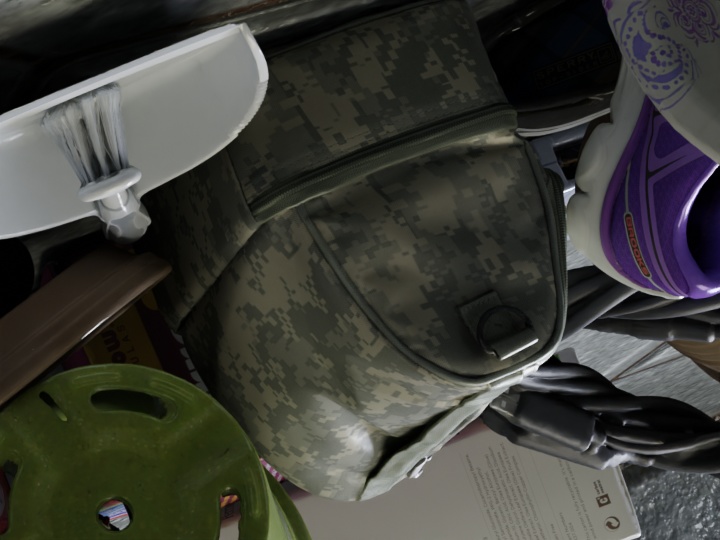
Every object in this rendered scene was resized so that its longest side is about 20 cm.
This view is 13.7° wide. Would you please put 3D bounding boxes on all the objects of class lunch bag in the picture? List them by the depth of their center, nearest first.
[{"bbox_3d":[0.000,0.000,1.287,0.139,0.168,0.200,-18,168,-25],"label":"lunch bag"}]

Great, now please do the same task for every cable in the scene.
[{"bbox_3d":[0.149,0.045,1.358,0.200,0.051,0.163,19,146,-15],"label":"cable"}]

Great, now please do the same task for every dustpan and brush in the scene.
[{"bbox_3d":[-0.100,-0.039,1.169,0.139,0.057,0.200,-23,-179,-4],"label":"dustpan and brush"}]

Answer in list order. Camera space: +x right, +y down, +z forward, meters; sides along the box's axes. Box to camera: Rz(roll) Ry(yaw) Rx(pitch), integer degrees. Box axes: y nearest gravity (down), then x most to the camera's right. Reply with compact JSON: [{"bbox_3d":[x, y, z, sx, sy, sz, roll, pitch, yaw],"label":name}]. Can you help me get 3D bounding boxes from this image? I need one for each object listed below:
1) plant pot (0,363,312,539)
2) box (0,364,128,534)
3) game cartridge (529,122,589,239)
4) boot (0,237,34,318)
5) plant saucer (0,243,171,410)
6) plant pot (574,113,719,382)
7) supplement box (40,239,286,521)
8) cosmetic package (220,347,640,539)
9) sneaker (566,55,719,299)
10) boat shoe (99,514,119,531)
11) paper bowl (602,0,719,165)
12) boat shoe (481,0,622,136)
[{"bbox_3d":[-0.105,0.122,1.245,0.200,0.200,0.190,-21,164,-13],"label":"plant pot"},{"bbox_3d":[-0.128,0.071,1.534,0.200,0.100,0.095,-16,168,-36],"label":"box"},{"bbox_3d":[0.135,-0.053,1.669,0.200,0.041,0.133,-18,172,-26],"label":"game cartridge"},{"bbox_3d":[-0.232,0.034,1.237,0.200,0.072,0.144,-24,172,-47],"label":"boot"},{"bbox_3d":[-0.164,0.052,1.259,0.200,0.029,0.200,-40,-179,1],"label":"plant saucer"},{"bbox_3d":[0.164,-0.037,1.397,0.093,0.201,0.201,-6,161,-30],"label":"plant pot"},{"bbox_3d":[-0.038,0.028,1.440,0.200,0.131,0.103,-23,170,-12],"label":"supplement box"},{"bbox_3d":[0.031,0.119,1.504,0.200,0.085,0.108,-20,-169,2],"label":"cosmetic package"},{"bbox_3d":[0.153,-0.083,1.228,0.083,0.200,0.081,26,-159,39],"label":"sneaker"},{"bbox_3d":[-0.149,0.154,1.480,0.074,0.063,0.201,-55,-166,-18],"label":"boat shoe"},{"bbox_3d":[0.187,-0.115,1.045,0.201,0.201,0.104,-26,168,12],"label":"paper bowl"},{"bbox_3d":[0.131,-0.115,1.305,0.200,0.070,0.066,-20,173,21],"label":"boat shoe"}]
